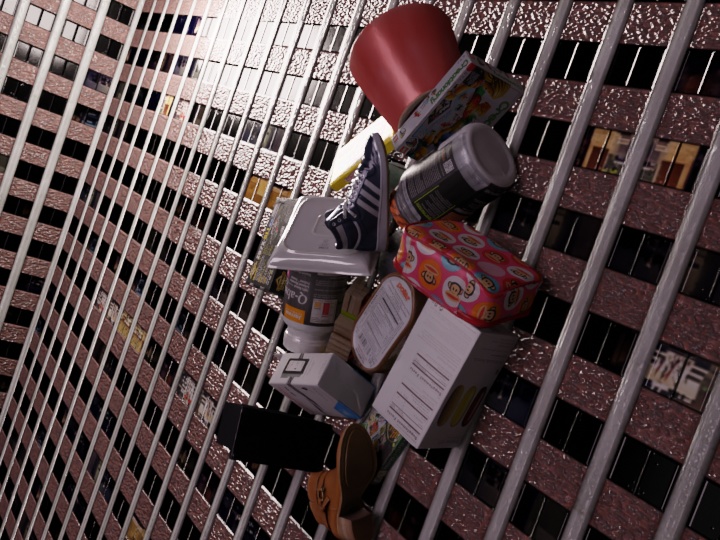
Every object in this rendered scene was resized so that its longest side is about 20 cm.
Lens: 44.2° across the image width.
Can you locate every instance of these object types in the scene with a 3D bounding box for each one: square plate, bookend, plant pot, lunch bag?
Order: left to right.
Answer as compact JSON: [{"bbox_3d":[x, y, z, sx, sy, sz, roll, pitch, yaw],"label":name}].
[{"bbox_3d":[-0.193,0.302,1.645,0.197,0.198,0.094,1,76,53],"label":"bookend"},{"bbox_3d":[-0.050,-0.072,1.593,0.196,0.029,0.200,4,43,16],"label":"square plate"},{"bbox_3d":[0.099,-0.329,1.536,0.200,0.198,0.179,-46,52,32],"label":"plant pot"},{"bbox_3d":[0.165,-0.004,1.308,0.199,0.175,0.083,38,124,34],"label":"lunch bag"}]

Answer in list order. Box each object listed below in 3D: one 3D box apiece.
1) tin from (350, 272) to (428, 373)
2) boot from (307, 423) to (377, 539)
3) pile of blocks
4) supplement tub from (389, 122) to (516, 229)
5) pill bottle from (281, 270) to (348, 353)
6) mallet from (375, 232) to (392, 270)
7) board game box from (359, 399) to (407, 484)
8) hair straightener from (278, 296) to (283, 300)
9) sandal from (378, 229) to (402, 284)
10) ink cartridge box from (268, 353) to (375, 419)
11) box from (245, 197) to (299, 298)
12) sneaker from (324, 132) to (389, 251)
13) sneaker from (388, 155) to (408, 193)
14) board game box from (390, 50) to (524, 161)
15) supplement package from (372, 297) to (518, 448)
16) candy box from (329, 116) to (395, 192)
[{"bbox_3d":[0.047,0.090,1.499,0.201,0.041,0.113,-57,50,32],"label":"tin"},{"bbox_3d":[-0.041,0.353,1.499,0.154,0.073,0.204,-2,88,59],"label":"boot"},{"bbox_3d":[-0.014,0.111,1.616,0.061,0.082,0.203,26,111,12],"label":"pile of blocks"},{"bbox_3d":[0.144,-0.140,1.436,0.199,0.121,0.124,-33,51,41],"label":"supplement tub"},{"bbox_3d":[-0.086,0.049,1.655,0.116,0.115,0.204,29,113,54],"label":"pill bottle"},{"bbox_3d":[0.000,0.000,1.655,0.200,0.041,0.067,-39,49,45],"label":"mallet"},{"bbox_3d":[0.053,0.248,1.482,0.201,0.023,0.105,-57,37,21],"label":"board game box"},{"bbox_3d":[-0.108,0.024,1.769,0.199,0.041,0.078,-33,34,43],"label":"hair straightener"},{"bbox_3d":[0.068,0.032,1.542,0.076,0.042,0.204,-3,84,53],"label":"sandal"},{"bbox_3d":[-0.082,0.206,1.594,0.199,0.116,0.068,-7,49,53],"label":"ink cartridge box"},{"bbox_3d":[-0.165,-0.051,1.855,0.159,0.049,0.203,10,80,66],"label":"box"},{"bbox_3d":[-0.008,-0.127,1.482,0.070,0.106,0.204,-114,21,-71],"label":"sneaker"},{"bbox_3d":[0.033,-0.172,1.606,0.199,0.117,0.075,16,90,56],"label":"sneaker"},{"bbox_3d":[0.158,-0.255,1.462,0.200,0.125,0.035,-47,42,32],"label":"board game box"},{"bbox_3d":[0.126,0.153,1.330,0.109,0.113,0.202,38,108,38],"label":"supplement package"},{"bbox_3d":[0.015,-0.239,1.720,0.199,0.026,0.104,-33,38,43],"label":"candy box"}]
